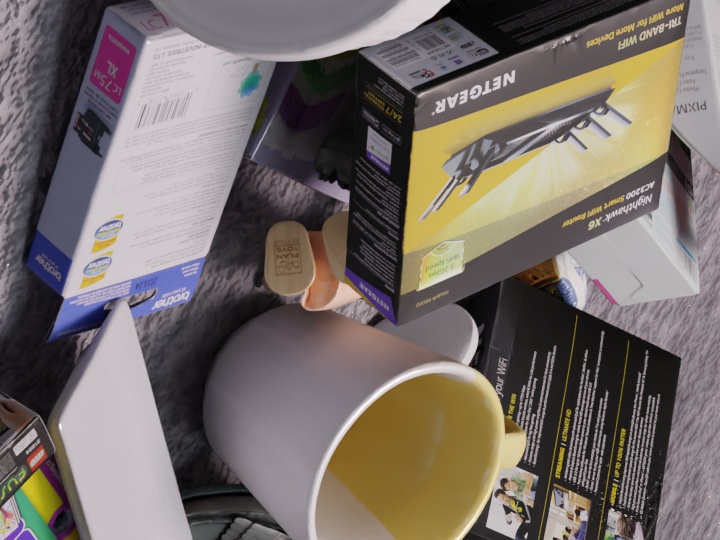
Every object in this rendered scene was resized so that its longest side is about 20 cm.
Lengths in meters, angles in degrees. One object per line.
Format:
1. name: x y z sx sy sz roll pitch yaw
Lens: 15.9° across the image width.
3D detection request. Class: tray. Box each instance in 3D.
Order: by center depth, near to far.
1. tray: -0.138 0.123 1.456 0.107 0.022 0.200 -66 153 -46

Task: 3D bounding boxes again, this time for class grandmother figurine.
1. grandmother figurine: 0.000 0.000 1.581 0.200 0.121 0.061 14 76 -71

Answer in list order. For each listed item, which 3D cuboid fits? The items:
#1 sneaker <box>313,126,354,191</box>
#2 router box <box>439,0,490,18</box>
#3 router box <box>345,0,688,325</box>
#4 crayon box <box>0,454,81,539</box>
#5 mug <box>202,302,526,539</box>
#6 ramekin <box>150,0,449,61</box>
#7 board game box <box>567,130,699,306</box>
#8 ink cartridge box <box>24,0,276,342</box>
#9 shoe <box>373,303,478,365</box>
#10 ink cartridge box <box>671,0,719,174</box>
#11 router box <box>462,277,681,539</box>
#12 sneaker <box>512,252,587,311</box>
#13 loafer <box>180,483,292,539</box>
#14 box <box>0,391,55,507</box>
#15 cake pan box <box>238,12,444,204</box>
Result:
1. sneaker: 0.041 -0.083 1.522 0.200 0.066 0.091 1 107 -57
2. router box: 0.078 -0.210 1.490 0.200 0.052 0.157 38 47 -54
3. router box: 0.087 -0.076 1.438 0.200 0.052 0.157 -24 136 -30
4. crayon box: -0.228 0.176 1.427 0.173 0.058 0.200 -49 147 -18
5. mug: -0.008 0.102 1.578 0.149 0.153 0.187 -53 136 -6
6. ramekin: -0.020 -0.202 1.314 0.202 0.202 0.094 -67 159 8
7. board game box: 0.168 -0.097 1.687 0.148 0.064 0.200 45 41 -57
8. ink cartridge box: -0.114 -0.060 1.409 0.119 0.042 0.200 -19 136 -48
9. shoe: 0.009 0.113 1.716 0.200 0.071 0.091 -47 147 -13
10. ink cartridge box: 0.237 -0.086 1.719 0.160 0.047 0.200 2 82 -70
11. router box: 0.130 0.119 1.719 0.051 0.149 0.200 -42 -152 51
12. sneaker: 0.138 -0.028 1.785 0.088 0.075 0.200 -49 150 -32
13. loafer: -0.035 0.184 1.627 0.200 0.063 0.072 14 128 -28
14. box: -0.261 0.126 1.293 0.200 0.110 0.035 -46 146 -23
15. cake pan box: 0.007 -0.132 1.539 0.184 0.052 0.200 -61 149 3
